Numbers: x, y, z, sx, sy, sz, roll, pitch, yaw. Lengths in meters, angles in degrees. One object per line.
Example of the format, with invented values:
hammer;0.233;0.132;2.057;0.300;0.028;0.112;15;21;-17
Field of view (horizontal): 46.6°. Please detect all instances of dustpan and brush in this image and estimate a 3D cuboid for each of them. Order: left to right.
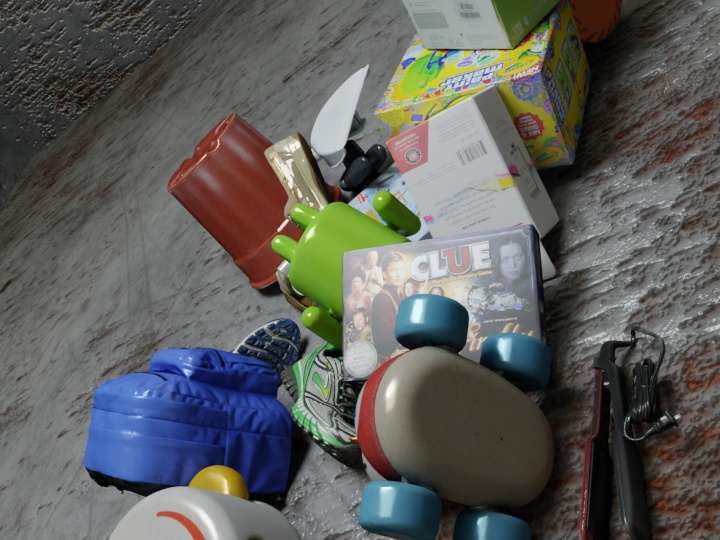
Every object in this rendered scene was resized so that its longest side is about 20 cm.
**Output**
dustpan and brush;-0.039;-0.195;1.198;0.199;0.057;0.141;-15;53;54

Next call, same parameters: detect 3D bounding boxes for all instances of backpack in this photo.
backpack;-0.198;0.169;0.923;0.162;0.199;0.169;-11;73;49

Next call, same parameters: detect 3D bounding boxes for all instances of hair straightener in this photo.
hair straightener;0.218;0.121;0.654;0.077;0.041;0.201;-21;34;37

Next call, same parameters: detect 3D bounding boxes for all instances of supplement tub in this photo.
supplement tub;0.234;-0.342;1.095;0.123;0.122;0.200;-53;30;-10

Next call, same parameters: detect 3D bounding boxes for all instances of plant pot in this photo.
plant pot;-0.165;-0.111;1.234;0.201;0.195;0.201;-41;21;20

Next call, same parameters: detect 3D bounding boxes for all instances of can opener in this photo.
can opener;-0.002;-0.142;1.172;0.063;0.079;0.200;-47;8;-3

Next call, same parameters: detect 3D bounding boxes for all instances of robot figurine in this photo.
robot figurine;0.000;0.000;0.944;0.199;0.116;0.176;31;84;15

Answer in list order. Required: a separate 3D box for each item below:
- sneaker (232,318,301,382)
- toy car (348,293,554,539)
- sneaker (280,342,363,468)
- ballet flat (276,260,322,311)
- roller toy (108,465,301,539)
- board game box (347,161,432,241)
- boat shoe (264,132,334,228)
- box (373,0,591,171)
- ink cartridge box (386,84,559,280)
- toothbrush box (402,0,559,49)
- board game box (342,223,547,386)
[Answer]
sneaker;-0.161;0.133;1.089;0.200;0.077;0.085;-47;25;-1
toy car;0.045;0.148;0.725;0.200;0.176;0.186;-27;45;54
sneaker;-0.029;0.136;0.907;0.085;0.078;0.200;-43;29;5
ballet flat;-0.073;0.022;1.107;0.068;0.072;0.200;-49;29;-2
roller toy;-0.142;0.298;0.769;0.200;0.140;0.183;38;94;39
board game box;0.079;-0.089;1.074;0.199;0.041;0.200;-41;31;12
boat shoe;-0.070;-0.086;1.143;0.064;0.201;0.071;-24;-11;9
box;0.150;-0.208;0.984;0.199;0.122;0.193;-9;38;29
ink cartridge box;0.128;-0.076;0.885;0.116;0.201;0.067;-22;9;37
toothbrush box;0.165;-0.348;0.964;0.200;0.086;0.145;-46;36;-20
board game box;0.078;0.037;0.815;0.198;0.035;0.137;-8;71;22
